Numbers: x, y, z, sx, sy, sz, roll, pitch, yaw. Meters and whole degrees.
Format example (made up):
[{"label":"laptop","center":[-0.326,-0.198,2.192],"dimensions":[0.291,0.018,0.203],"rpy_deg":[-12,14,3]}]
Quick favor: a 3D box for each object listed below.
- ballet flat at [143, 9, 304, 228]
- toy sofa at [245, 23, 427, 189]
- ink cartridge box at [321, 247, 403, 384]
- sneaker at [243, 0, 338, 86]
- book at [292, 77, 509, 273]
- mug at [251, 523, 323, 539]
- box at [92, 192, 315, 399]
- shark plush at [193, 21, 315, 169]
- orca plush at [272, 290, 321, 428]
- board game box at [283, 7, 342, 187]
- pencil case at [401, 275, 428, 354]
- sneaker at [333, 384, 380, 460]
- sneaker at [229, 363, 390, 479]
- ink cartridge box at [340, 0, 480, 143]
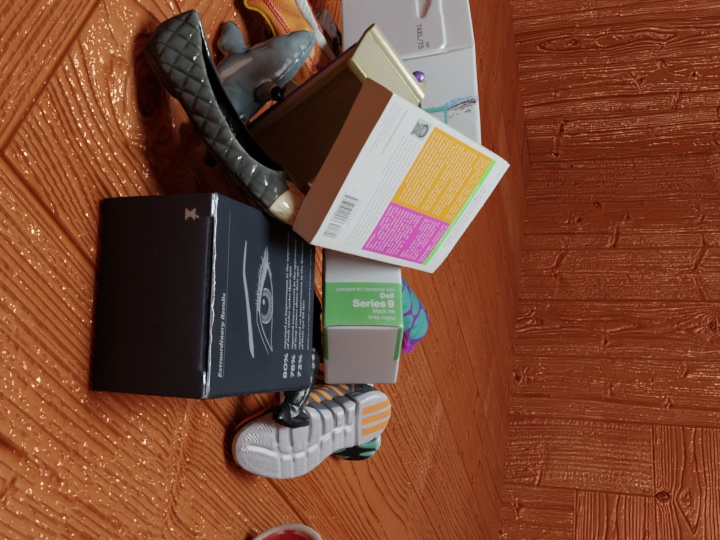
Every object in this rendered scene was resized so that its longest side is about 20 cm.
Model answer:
[{"label":"ballet flat","center":[-0.104,-0.122,0.618],"dimensions":[0.202,0.056,0.066],"rpy_deg":[54,8,-2]},{"label":"toy sofa","center":[-0.035,-0.149,0.732],"dimensions":[0.083,0.198,0.099],"rpy_deg":[46,43,-21]},{"label":"ink cartridge box","center":[0.000,0.000,0.814],"dimensions":[0.147,0.082,0.205],"rpy_deg":[91,-2,-61]},{"label":"sneaker","center":[-0.065,-0.239,0.838],"dimensions":[0.201,0.076,0.074],"rpy_deg":[56,9,-37]},{"label":"book","center":[0.041,-0.070,0.666],"dimensions":[0.198,0.048,0.136],"rpy_deg":[13,111,-55]},{"label":"mug","center":[-0.068,0.368,0.812],"dimensions":[0.132,0.176,0.203],"rpy_deg":[-35,128,-22]},{"label":"box","center":[-0.120,0.027,0.636],"dimensions":[0.199,0.102,0.153],"rpy_deg":[21,70,-69]},{"label":"shark plush","center":[-0.107,-0.174,0.709],"dimensions":[0.201,0.081,0.093],"rpy_deg":[-63,148,-54]},{"label":"orca plush","center":[-0.072,0.049,0.756],"dimensions":[0.103,0.071,0.205],"rpy_deg":[18,57,-27]},{"label":"board game box","center":[-0.046,-0.205,0.940],"dimensions":[0.126,0.034,0.205],"rpy_deg":[48,44,-50]},{"label":"pencil case","center":[0.046,0.055,1.157],"dimensions":[0.200,0.083,0.095],"rpy_deg":[49,29,-62]},{"label":"sneaker","center":[-0.008,0.150,1.012],"dimensions":[0.142,0.075,0.203],"rpy_deg":[-86,177,-46]},{"label":"sneaker","center":[-0.071,0.160,0.831],"dimensions":[0.196,0.111,0.080],"rpy_deg":[-5,109,-38]},{"label":"ink cartridge box","center":[0.063,-0.240,0.895],"dimensions":[0.201,0.142,0.150],"rpy_deg":[69,16,-61]}]
